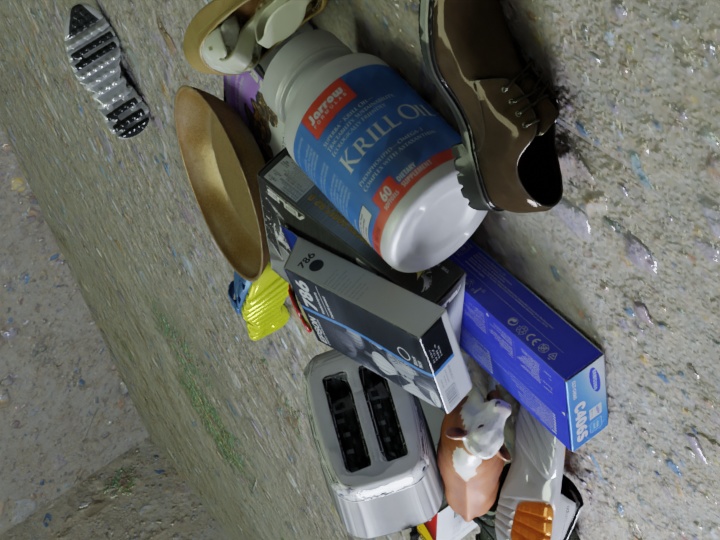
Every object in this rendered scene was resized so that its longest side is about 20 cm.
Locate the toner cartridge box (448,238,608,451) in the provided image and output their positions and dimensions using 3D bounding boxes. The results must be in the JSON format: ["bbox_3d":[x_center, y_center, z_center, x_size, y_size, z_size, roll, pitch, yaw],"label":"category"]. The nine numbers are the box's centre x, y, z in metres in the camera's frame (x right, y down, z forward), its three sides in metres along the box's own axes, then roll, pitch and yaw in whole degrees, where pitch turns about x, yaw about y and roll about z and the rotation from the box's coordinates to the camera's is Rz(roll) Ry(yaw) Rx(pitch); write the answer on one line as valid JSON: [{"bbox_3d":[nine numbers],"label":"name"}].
[{"bbox_3d":[0.126,0.054,1.157,0.200,0.043,0.096,44,159,39],"label":"toner cartridge box"}]

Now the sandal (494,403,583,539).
[{"bbox_3d":[0.175,0.195,1.252,0.079,0.059,0.209,47,139,46],"label":"sandal"}]

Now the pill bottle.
[{"bbox_3d":[0.007,-0.103,1.103,0.200,0.112,0.113,47,160,29],"label":"pill bottle"}]

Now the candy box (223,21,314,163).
[{"bbox_3d":[-0.046,-0.126,1.275,0.201,0.071,0.168,53,161,17],"label":"candy box"}]

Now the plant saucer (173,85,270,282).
[{"bbox_3d":[-0.126,-0.089,1.342,0.201,0.035,0.202,53,156,36],"label":"plant saucer"}]

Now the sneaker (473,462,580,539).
[{"bbox_3d":[0.146,0.257,1.402,0.115,0.076,0.200,57,160,7],"label":"sneaker"}]

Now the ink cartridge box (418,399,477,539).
[{"bbox_3d":[0.055,0.212,1.553,0.200,0.083,0.176,48,161,27],"label":"ink cartridge box"}]

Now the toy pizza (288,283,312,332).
[{"bbox_3d":[-0.066,-0.020,1.431,0.200,0.031,0.203,-18,-90,-82],"label":"toy pizza"}]

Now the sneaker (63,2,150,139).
[{"bbox_3d":[-0.359,-0.278,1.889,0.081,0.074,0.202,49,162,53],"label":"sneaker"}]

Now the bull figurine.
[{"bbox_3d":[0.105,0.150,1.257,0.064,0.123,0.201,9,144,4],"label":"bull figurine"}]

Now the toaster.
[{"bbox_3d":[0.011,0.161,1.292,0.130,0.112,0.202,73,-178,-62],"label":"toaster"}]

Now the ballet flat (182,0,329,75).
[{"bbox_3d":[-0.090,-0.204,1.139,0.068,0.064,0.199,24,143,-29],"label":"ballet flat"}]

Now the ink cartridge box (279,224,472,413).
[{"bbox_3d":[0.001,0.039,1.147,0.199,0.039,0.100,27,152,40],"label":"ink cartridge box"}]

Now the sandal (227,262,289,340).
[{"bbox_3d":[-0.138,0.023,1.781,0.088,0.079,0.200,57,161,14],"label":"sandal"}]

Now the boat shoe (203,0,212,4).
[{"bbox_3d":[-0.094,-0.261,1.174,0.067,0.073,0.200,57,162,8],"label":"boat shoe"}]

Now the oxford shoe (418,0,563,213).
[{"bbox_3d":[0.097,-0.127,0.916,0.084,0.073,0.202,13,137,43],"label":"oxford shoe"}]

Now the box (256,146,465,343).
[{"bbox_3d":[0.000,0.000,1.197,0.199,0.048,0.159,39,156,20],"label":"box"}]
